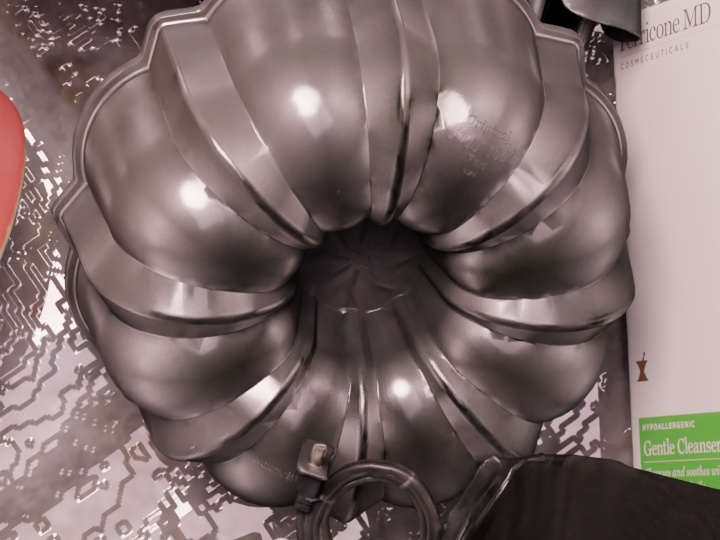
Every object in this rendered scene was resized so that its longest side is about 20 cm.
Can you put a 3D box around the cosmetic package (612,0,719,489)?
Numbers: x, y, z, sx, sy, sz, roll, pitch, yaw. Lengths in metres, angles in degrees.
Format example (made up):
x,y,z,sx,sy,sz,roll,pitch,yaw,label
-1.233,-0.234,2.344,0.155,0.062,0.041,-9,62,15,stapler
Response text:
x,y,z,sx,sy,sz,roll,pitch,yaw,label
0.152,0.003,0.834,0.085,0.108,0.201,-1,84,-26,cosmetic package

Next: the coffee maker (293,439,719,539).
x,y,z,sx,sy,sz,roll,pitch,yaw,label
0.053,0.160,0.707,0.191,0.200,0.135,4,122,13,coffee maker

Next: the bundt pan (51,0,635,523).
x,y,z,sx,sy,sz,roll,pitch,yaw,label
0.000,0.000,0.796,0.201,0.076,0.203,-4,120,-7,bundt pan

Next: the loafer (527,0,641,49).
x,y,z,sx,sy,sz,roll,pitch,yaw,label
0.073,-0.104,0.848,0.070,0.068,0.201,32,99,24,loafer

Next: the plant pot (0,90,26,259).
x,y,z,sx,sy,sz,roll,pitch,yaw,label
-0.217,-0.036,0.767,0.177,0.200,0.201,30,82,-29,plant pot

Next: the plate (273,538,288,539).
x,y,z,sx,sy,sz,roll,pitch,yaw,label
-0.115,0.180,0.731,0.200,0.200,0.032,-25,112,27,plate
